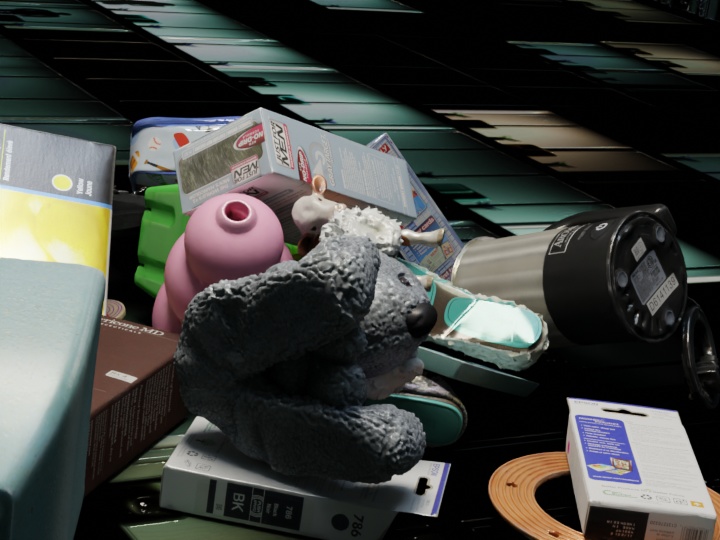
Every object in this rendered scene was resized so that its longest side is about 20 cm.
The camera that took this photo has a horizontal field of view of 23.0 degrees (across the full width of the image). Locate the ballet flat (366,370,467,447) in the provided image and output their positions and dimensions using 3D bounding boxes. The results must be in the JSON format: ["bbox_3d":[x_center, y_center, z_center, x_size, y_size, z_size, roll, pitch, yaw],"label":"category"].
[{"bbox_3d":[-0.014,0.099,1.433,0.200,0.072,0.072,12,17,-11],"label":"ballet flat"}]

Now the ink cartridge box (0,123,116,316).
[{"bbox_3d":[-0.309,-0.038,1.483,0.199,0.047,0.198,10,54,-18],"label":"ink cartridge box"}]

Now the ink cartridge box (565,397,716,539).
[{"bbox_3d":[0.211,0.153,1.364,0.094,0.037,0.200,7,20,-1],"label":"ink cartridge box"}]

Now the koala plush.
[{"bbox_3d":[-0.018,0.043,1.306,0.183,0.178,0.200,-5,18,33],"label":"koala plush"}]

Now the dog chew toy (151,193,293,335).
[{"bbox_3d":[-0.106,0.014,1.435,0.124,0.200,0.125,4,54,-6],"label":"dog chew toy"}]

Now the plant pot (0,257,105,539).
[{"bbox_3d":[-0.264,0.121,1.073,0.196,0.196,0.200,6,28,-9],"label":"plant pot"}]

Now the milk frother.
[{"bbox_3d":[0.218,0.047,1.627,0.188,0.201,0.180,-8,10,45],"label":"milk frother"}]

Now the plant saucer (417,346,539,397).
[{"bbox_3d":[0.090,0.085,1.503,0.070,0.019,0.200,17,0,25],"label":"plant saucer"}]

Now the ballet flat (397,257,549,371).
[{"bbox_3d":[0.068,0.044,1.565,0.200,0.072,0.072,21,20,9],"label":"ballet flat"}]

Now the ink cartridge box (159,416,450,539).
[{"bbox_3d":[-0.038,0.157,1.291,0.199,0.039,0.099,9,17,7],"label":"ink cartridge box"}]

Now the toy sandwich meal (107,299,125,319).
[{"bbox_3d":[-0.303,0.020,1.538,0.205,0.070,0.205,8,18,-2],"label":"toy sandwich meal"}]

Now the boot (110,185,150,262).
[{"bbox_3d":[-0.253,-0.041,1.669,0.200,0.066,0.165,-9,-9,-45],"label":"boot"}]

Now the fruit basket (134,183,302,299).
[{"bbox_3d":[-0.079,-0.003,1.602,0.215,0.156,0.216,8,7,-1],"label":"fruit basket"}]

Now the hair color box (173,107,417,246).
[{"bbox_3d":[-0.052,-0.071,1.489,0.099,0.061,0.200,-23,-22,32],"label":"hair color box"}]

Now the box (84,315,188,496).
[{"bbox_3d":[-0.209,0.099,1.337,0.100,0.075,0.200,13,16,14],"label":"box"}]

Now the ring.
[{"bbox_3d":[0.195,0.186,1.341,0.200,0.019,0.200,7,17,-2],"label":"ring"}]

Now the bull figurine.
[{"bbox_3d":[0.000,0.000,1.454,0.121,0.200,0.065,13,57,3],"label":"bull figurine"}]

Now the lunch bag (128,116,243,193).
[{"bbox_3d":[-0.152,-0.095,1.818,0.160,0.076,0.200,-2,-17,0],"label":"lunch bag"}]

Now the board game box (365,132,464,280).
[{"bbox_3d":[0.016,-0.060,1.746,0.062,0.200,0.200,-42,39,-15],"label":"board game box"}]
